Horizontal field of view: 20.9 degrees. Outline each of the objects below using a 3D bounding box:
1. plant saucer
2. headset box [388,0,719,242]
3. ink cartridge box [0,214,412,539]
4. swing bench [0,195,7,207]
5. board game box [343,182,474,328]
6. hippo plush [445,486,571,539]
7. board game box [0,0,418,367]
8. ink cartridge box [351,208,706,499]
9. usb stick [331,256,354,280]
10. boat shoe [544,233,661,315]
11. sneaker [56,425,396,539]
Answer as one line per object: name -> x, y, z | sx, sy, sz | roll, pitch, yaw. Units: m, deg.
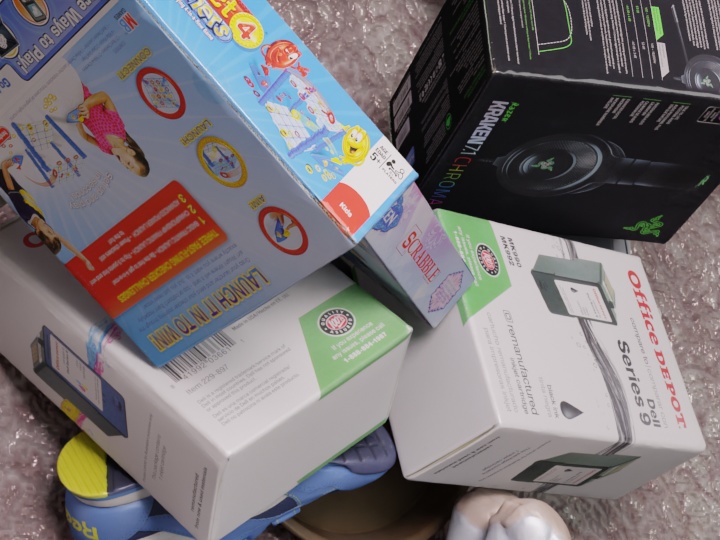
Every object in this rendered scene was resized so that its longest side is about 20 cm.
plant saucer -> -0.008, 0.083, 1.235 | 0.200, 0.029, 0.200 | 10, 72, -33
headset box -> 0.139, -0.101, 1.197 | 0.200, 0.174, 0.093 | 5, 61, -18
ink cartridge box -> -0.095, 0.033, 1.086 | 0.200, 0.088, 0.145 | 40, 51, 23
swing bench -> -0.303, -0.065, 0.998 | 0.199, 0.130, 0.200 | -40, 101, -36
board game box -> -0.041, -0.069, 1.061 | 0.200, 0.200, 0.041 | 39, 85, 22
hippo plush -> 0.040, 0.226, 1.185 | 0.161, 0.200, 0.159 | -8, 40, -17
board game box -> -0.102, -0.068, 0.930 | 0.196, 0.200, 0.056 | 49, 53, -9
ink cartridge box -> 0.105, 0.055, 1.202 | 0.200, 0.084, 0.146 | 10, 55, -44
usb stick -> 0.000, 0.000, 1.221 | 0.200, 0.033, 0.056 | 42, 57, -22
boat shoe -> 0.164, 0.020, 1.351 | 0.086, 0.074, 0.202 | -20, 103, -63
sneaker -> -0.077, 0.123, 1.129 | 0.200, 0.074, 0.082 | -7, 122, -18
